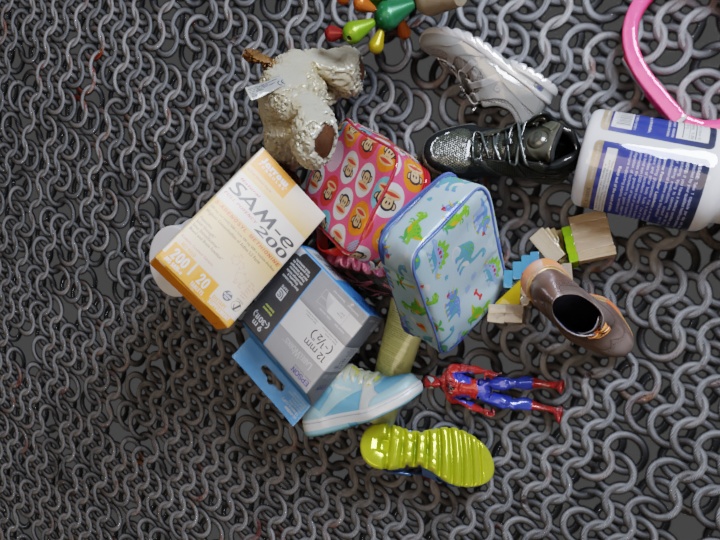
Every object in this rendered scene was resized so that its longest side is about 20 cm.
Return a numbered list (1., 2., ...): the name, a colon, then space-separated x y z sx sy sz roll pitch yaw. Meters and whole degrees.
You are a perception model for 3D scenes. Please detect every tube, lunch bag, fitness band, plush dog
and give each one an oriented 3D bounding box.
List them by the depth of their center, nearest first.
1. fitness band: 0.396 -0.256 0.731 0.143 0.037 0.202 -38 82 23
2. lunch bag: 0.110 -0.009 0.791 0.161 0.202 0.082 -43 46 -20
3. lunch bag: -0.005 -0.098 0.856 0.179 0.081 0.200 -60 37 15
4. plush dog: -0.093 -0.211 0.869 0.157 0.203 0.173 19 147 1
5. tube: 0.054 0.129 0.928 0.057 0.052 0.205 13 100 -7

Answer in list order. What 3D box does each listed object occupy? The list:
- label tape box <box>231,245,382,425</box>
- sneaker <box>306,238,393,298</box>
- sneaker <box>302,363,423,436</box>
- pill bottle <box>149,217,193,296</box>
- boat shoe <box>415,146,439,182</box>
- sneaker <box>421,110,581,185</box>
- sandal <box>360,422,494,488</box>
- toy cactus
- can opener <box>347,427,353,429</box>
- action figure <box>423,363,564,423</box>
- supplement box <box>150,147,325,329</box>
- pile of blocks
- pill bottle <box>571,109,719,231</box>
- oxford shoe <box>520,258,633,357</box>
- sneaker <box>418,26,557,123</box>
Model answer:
1. label tape box: -0.086 0.091 0.855 0.143 0.066 0.201 43 96 19
2. sneaker: 0.000 0.000 0.920 0.197 0.079 0.097 15 139 38
3. sneaker: -0.016 0.150 0.891 0.196 0.079 0.134 -22 84 21
4. pill bottle: -0.210 -0.025 0.935 0.111 0.199 0.117 4 99 28
5. boat shoe: 0.102 -0.069 0.874 0.060 0.070 0.206 -142 49 -59
6. sneaker: 0.174 -0.153 0.762 0.194 0.114 0.078 7 81 3
7. sandal: 0.097 0.270 0.915 0.195 0.088 0.081 12 65 6
8. toy cactus: 0.062 -0.336 0.794 0.163 0.199 0.104 17 132 43
9. can opener: -0.075 0.165 0.976 0.200 0.067 0.054 46 112 12
10. action figure: 0.181 0.168 0.877 0.195 0.051 0.067 4 102 26
11. supplement box: -0.157 -0.041 0.813 0.126 0.073 0.201 45 68 -14
12. pile of blocks: 0.243 -0.001 0.818 0.199 0.062 0.083 -38 70 11
13. pill bottle: 0.356 -0.112 0.724 0.196 0.115 0.119 17 103 21
14. oxford shoe: 0.274 0.065 0.760 0.198 0.073 0.072 31 110 -26
15. sneaker: 0.154 -0.251 0.817 0.198 0.074 0.083 34 107 16
